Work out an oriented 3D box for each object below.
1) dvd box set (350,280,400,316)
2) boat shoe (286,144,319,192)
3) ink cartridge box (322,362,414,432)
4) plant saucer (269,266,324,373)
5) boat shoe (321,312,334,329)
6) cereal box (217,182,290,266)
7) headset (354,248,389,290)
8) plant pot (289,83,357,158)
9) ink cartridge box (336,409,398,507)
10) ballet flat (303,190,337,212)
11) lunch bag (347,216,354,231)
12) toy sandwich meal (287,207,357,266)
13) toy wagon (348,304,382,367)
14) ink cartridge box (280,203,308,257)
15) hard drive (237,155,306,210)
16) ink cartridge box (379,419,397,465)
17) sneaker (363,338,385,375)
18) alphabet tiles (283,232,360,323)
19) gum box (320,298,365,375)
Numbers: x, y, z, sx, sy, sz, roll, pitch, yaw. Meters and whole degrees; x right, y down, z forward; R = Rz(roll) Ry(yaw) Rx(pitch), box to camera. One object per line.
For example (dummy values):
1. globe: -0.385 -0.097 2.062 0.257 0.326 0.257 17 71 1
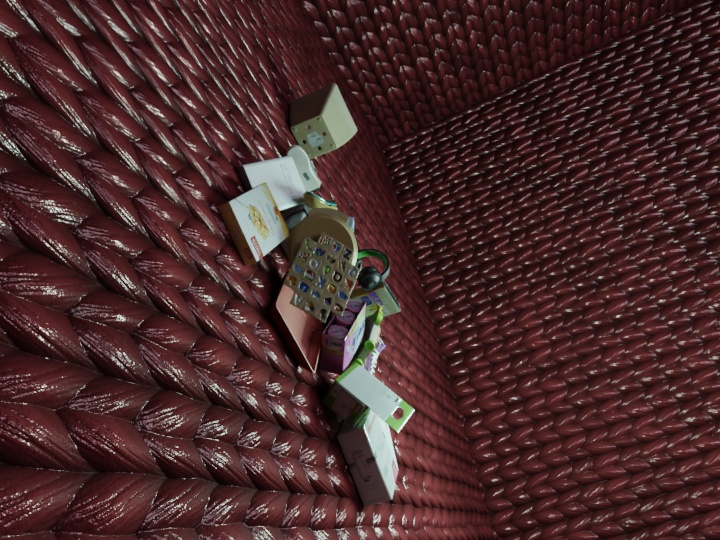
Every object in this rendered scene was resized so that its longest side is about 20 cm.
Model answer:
1. dvd box set: 0.006 0.107 1.710 0.147 0.196 0.030 53 23 -47
2. boat shoe: -0.197 -0.355 1.881 0.201 0.073 0.094 65 5 -50
3. ink cartridge box: 0.022 0.342 1.439 0.199 0.077 0.147 37 20 13
4. plant saucer: -0.157 0.122 1.392 0.201 0.036 0.203 -82 148 -63
5. boat shoe: -0.100 0.070 1.639 0.075 0.061 0.204 42 33 -67
6. cereal box: -0.243 -0.113 1.330 0.146 0.039 0.200 66 22 -14
7. headset: 0.000 0.000 1.618 0.122 0.200 0.095 30 -35 27
8. plant pot: -0.150 -0.523 2.067 0.202 0.196 0.179 61 26 -30
9. ink cartridge box: 0.022 0.479 1.481 0.146 0.081 0.204 -39 108 -76
10. ballet flat: -0.113 -0.171 1.581 0.068 0.064 0.199 26 5 17
11. lunch bag: -0.064 -0.077 1.757 0.200 0.080 0.165 103 -2 -74
12. toy sandwich meal: -0.100 -0.057 1.456 0.209 0.202 0.070 68 -15 -3
13. toy wagon: 0.017 0.192 1.662 0.039 0.202 0.156 28 19 -16
14. ink cartridge box: -0.160 -0.103 1.604 0.202 0.083 0.146 -90 155 -57
15. hard drive: -0.225 -0.224 1.493 0.199 0.026 0.135 -29 99 -55
16. ink cartridge box: 0.044 0.477 1.680 0.163 0.049 0.202 58 10 -39
17. sneaker: 0.033 0.278 1.756 0.073 0.112 0.205 21 51 -74
18. alphabet tiles: -0.091 0.015 1.388 0.164 0.006 0.203 30 66 -16
19. gum box: -0.042 0.170 1.527 0.201 0.065 0.116 -56 155 -58
